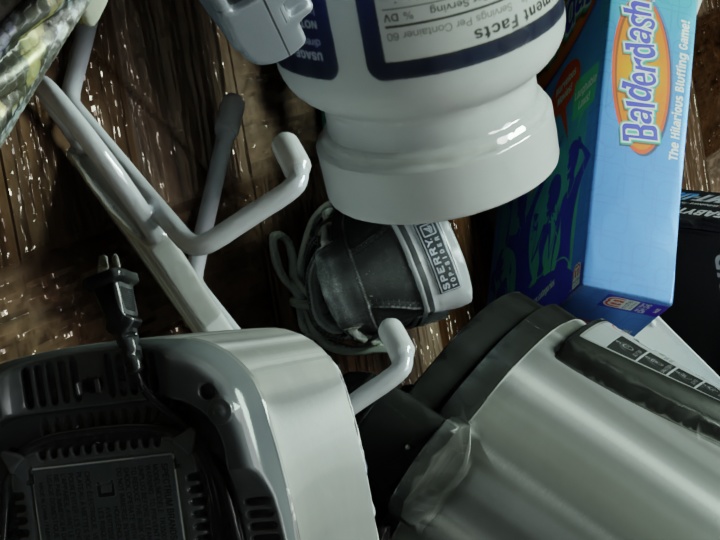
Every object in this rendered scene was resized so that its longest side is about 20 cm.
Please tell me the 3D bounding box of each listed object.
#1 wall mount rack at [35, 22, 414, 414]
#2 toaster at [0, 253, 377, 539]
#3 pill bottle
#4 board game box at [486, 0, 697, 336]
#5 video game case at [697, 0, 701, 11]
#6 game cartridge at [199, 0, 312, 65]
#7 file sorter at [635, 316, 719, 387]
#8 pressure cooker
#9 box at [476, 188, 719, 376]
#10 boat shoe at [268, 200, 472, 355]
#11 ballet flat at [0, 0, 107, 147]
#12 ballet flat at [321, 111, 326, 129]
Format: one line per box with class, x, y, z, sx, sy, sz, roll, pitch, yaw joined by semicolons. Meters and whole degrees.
wall mount rack;-0.057;-0.034;0.890;0.174;0.075;0.200;50;-7;41
toaster;-0.057;0.093;0.775;0.129;0.113;0.200;-12;93;-75
pill bottle;0.016;-0.126;0.917;0.116;0.115;0.200;-61;144;-60
board game box;0.105;-0.057;1.108;0.152;0.045;0.200;126;-26;-65
video game case;0.148;-0.218;1.247;0.200;0.023;0.183;-63;141;-53
game cartridge;-0.080;-0.169;0.815;0.133;0.040;0.200;59;-3;33
file sorter;0.146;0.136;1.165;0.200;0.139;0.125;47;-6;29
pressure cooker;0.069;0.108;0.998;0.179;0.200;0.176;-41;158;-43
box;0.159;0.053;1.288;0.050;0.198;0.200;-25;111;-32
boat shoe;0.001;0.003;1.035;0.199;0.068;0.074;-139;-153;-83
ballet flat;-0.108;-0.077;0.686;0.201;0.072;0.072;-59;147;-15
ballet flat;0.039;-0.093;1.183;0.200;0.071;0.071;-50;129;-65
